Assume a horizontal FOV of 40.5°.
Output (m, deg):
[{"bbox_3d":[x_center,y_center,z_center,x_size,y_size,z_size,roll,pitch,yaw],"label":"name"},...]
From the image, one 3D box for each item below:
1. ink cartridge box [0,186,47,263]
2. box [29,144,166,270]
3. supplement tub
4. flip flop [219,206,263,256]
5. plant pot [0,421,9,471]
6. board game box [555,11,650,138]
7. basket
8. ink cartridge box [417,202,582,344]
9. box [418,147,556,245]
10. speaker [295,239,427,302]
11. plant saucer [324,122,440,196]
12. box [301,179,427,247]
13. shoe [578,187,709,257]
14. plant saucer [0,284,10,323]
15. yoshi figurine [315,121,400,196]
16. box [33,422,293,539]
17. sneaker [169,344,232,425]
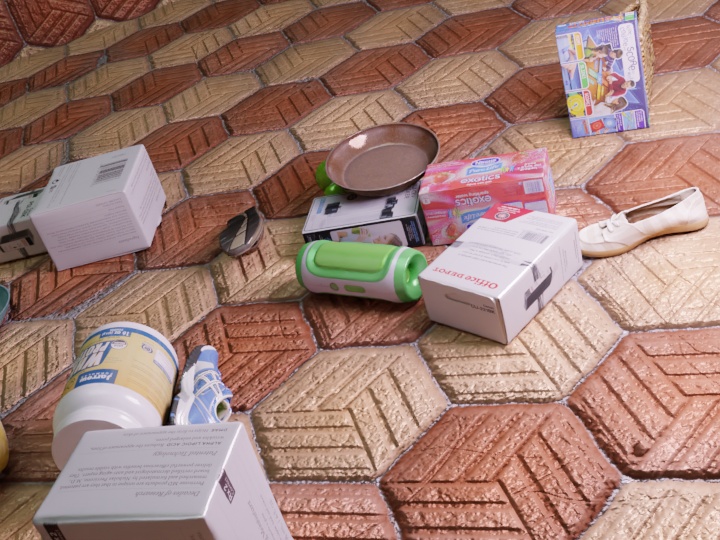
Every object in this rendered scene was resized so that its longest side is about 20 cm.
[{"bbox_3d":[-0.685,-0.094,1.981,0.198,0.083,0.147,-13,31,9],"label":"ink cartridge box"},{"bbox_3d":[-0.501,-0.124,1.886,0.198,0.131,0.200,-14,32,8],"label":"box"},{"bbox_3d":[-0.330,0.180,1.318,0.143,0.146,0.201,-13,32,8],"label":"supplement tub"},{"bbox_3d":[-0.202,-0.061,1.717,0.081,0.058,0.200,-23,17,1],"label":"flip flop"},{"bbox_3d":[-0.589,0.256,1.310,0.200,0.203,0.188,8,24,36],"label":"plant pot"},{"bbox_3d":[0.415,-0.330,1.667,0.134,0.201,0.035,-5,33,19],"label":"board game box"},{"bbox_3d":[0.458,-0.391,1.789,0.142,0.150,0.201,-3,35,23],"label":"basket"},{"bbox_3d":[0.199,0.000,1.381,0.144,0.084,0.200,16,45,41],"label":"ink cartridge box"},{"bbox_3d":[0.203,-0.115,1.541,0.198,0.103,0.095,-7,33,20],"label":"box"},{"bbox_3d":[0.000,0.000,1.484,0.199,0.089,0.089,6,39,33],"label":"speaker"},{"bbox_3d":[0.040,-0.183,1.658,0.199,0.037,0.201,-10,38,8],"label":"plant saucer"},{"bbox_3d":[0.013,-0.084,1.628,0.198,0.060,0.117,-7,33,17],"label":"box"},{"bbox_3d":[0.402,-0.072,1.416,0.198,0.054,0.070,-16,32,5],"label":"shoe"},{"bbox_3d":[-0.717,0.097,1.750,0.198,0.036,0.201,-13,31,8],"label":"plant saucer"},{"bbox_3d":[-0.004,-0.195,1.777,0.200,0.113,0.112,-38,21,-25],"label":"yoshi figurine"},{"bbox_3d":[-0.198,0.280,1.031,0.198,0.200,0.131,-6,34,18],"label":"box"},{"bbox_3d":[-0.214,0.177,1.351,0.076,0.076,0.201,6,33,-3],"label":"sneaker"}]
